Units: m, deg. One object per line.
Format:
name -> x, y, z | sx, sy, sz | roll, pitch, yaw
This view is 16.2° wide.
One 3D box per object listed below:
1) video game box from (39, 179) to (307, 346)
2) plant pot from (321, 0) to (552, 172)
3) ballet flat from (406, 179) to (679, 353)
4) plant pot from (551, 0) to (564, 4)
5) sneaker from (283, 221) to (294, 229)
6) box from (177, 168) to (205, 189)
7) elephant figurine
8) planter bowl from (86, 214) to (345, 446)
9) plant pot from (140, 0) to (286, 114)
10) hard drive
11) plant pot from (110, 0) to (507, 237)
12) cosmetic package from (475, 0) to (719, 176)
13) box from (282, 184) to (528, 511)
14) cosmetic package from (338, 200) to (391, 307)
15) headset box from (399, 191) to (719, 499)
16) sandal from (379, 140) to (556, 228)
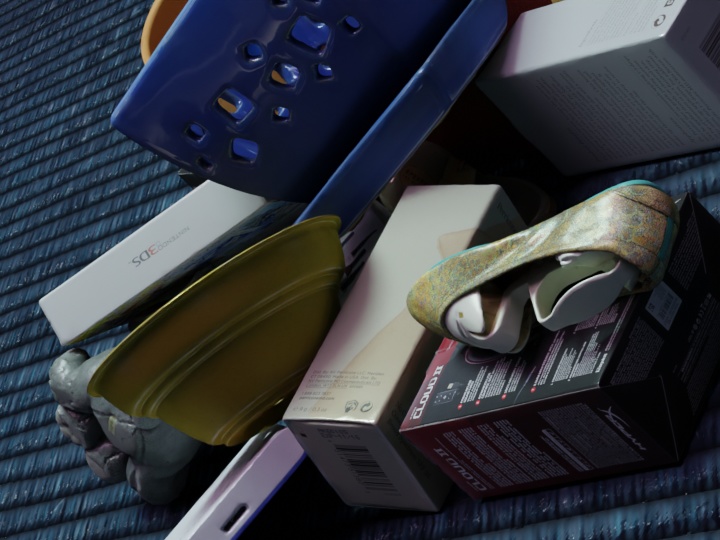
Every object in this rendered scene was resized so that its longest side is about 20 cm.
video game box -> -0.120, -0.024, 1.890 | 0.200, 0.047, 0.182 | -34, -2, 21
plant pot -> 0.064, -0.198, 1.891 | 0.200, 0.176, 0.200 | -21, 34, 46
ballet flat -> 0.098, 0.011, 1.441 | 0.200, 0.071, 0.071 | -26, 30, 39
plant pot -> 0.220, -0.238, 1.714 | 0.200, 0.186, 0.187 | -49, 17, 38
sneaker -> -0.063, -0.047, 2.000 | 0.200, 0.075, 0.082 | -37, 28, 28
box -> -0.055, -0.147, 2.191 | 0.200, 0.044, 0.160 | -55, 24, -18
elephant figurine -> -0.125, 0.063, 1.881 | 0.155, 0.142, 0.200 | 25, 54, 37
planter bowl -> -0.073, 0.056, 1.642 | 0.200, 0.084, 0.200 | -34, -9, -6
plant pot -> -0.057, -0.182, 2.042 | 0.200, 0.140, 0.201 | -24, 41, 22
hard drive -> -0.089, 0.158, 1.685 | 0.132, 0.025, 0.200 | -50, 2, -5
plant pot -> -0.022, -0.150, 1.718 | 0.200, 0.180, 0.200 | -50, 2, 33
cosmetic package -> 0.180, -0.130, 1.670 | 0.200, 0.101, 0.071 | -9, 43, 55
box -> 0.040, 0.047, 1.620 | 0.078, 0.095, 0.200 | 0, 50, 38
cosmetic package -> 0.000, 0.000, 1.800 | 0.083, 0.051, 0.200 | -48, 14, 4
headset box -> 0.122, 0.049, 1.510 | 0.200, 0.075, 0.149 | -18, 37, 49
sandal -> 0.062, -0.052, 1.788 | 0.080, 0.054, 0.200 | -53, 36, -2
